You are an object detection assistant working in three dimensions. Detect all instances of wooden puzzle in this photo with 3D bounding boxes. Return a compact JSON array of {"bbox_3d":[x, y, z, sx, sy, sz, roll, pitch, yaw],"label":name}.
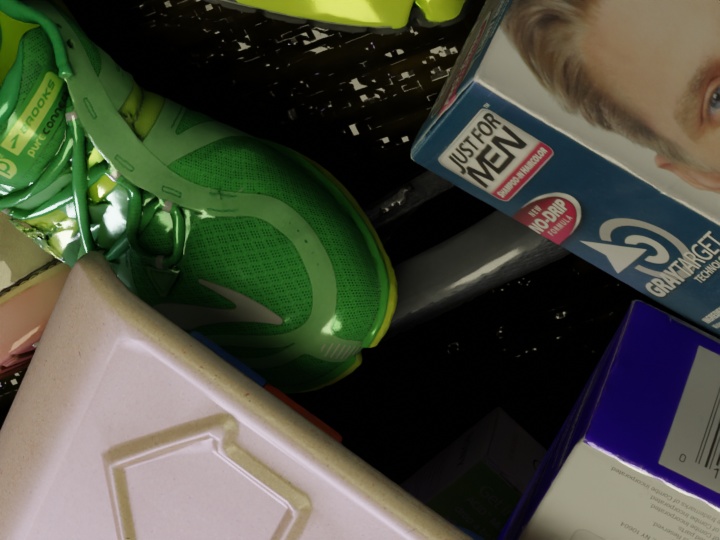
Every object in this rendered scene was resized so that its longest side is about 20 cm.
[{"bbox_3d":[-0.027,0.109,0.785,0.200,0.046,0.186,38,131,11],"label":"wooden puzzle"}]

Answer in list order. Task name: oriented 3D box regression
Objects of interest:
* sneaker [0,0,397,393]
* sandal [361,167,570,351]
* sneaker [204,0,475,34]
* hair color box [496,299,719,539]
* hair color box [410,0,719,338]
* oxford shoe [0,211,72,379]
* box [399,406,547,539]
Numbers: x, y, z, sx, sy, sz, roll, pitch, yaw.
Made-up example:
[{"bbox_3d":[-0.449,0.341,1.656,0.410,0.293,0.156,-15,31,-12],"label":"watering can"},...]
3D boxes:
[{"bbox_3d":[-0.080,-0.029,0.779,0.200,0.084,0.074,36,104,13],"label":"sneaker"},{"bbox_3d":[-0.001,0.000,0.822,0.199,0.076,0.043,-26,85,24],"label":"sandal"},{"bbox_3d":[-0.061,-0.124,0.768,0.198,0.074,0.082,7,112,2],"label":"sneaker"},{"bbox_3d":[0.086,0.110,0.800,0.109,0.065,0.201,26,135,1],"label":"hair color box"},{"bbox_3d":[0.125,-0.031,0.748,0.199,0.100,0.061,29,156,-6],"label":"hair color box"},{"bbox_3d":[-0.168,0.023,0.882,0.199,0.071,0.074,-29,89,23],"label":"oxford shoe"},{"bbox_3d":[0.028,0.153,0.924,0.144,0.036,0.200,42,121,-13],"label":"box"}]
